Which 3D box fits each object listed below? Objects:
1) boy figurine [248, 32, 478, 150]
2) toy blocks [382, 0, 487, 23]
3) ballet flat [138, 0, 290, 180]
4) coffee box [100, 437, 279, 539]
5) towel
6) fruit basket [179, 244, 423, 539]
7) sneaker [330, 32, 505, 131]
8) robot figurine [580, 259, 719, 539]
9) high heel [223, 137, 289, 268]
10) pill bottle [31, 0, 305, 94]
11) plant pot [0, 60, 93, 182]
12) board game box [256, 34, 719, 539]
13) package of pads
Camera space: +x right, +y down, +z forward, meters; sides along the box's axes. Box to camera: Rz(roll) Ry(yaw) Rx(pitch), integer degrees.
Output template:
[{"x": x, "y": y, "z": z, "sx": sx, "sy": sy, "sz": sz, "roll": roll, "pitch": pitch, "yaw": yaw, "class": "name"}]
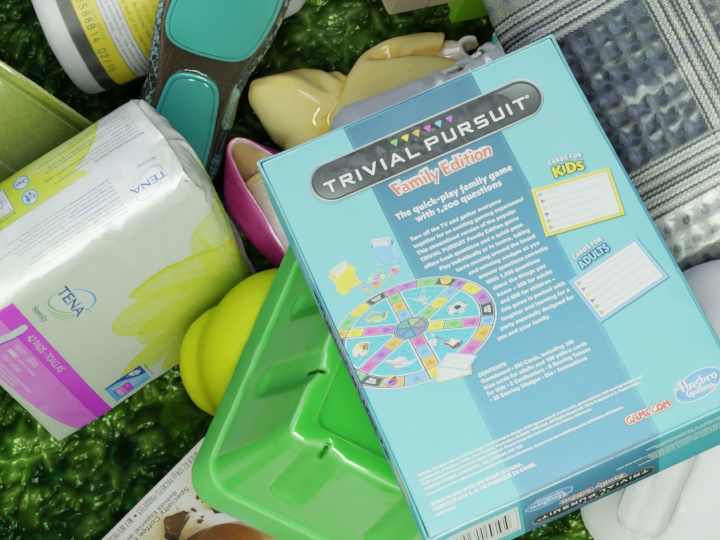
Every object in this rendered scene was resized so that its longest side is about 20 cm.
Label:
[{"x": 0.029, "y": -0.082, "z": 1.195, "sx": 0.199, "sy": 0.064, "sz": 0.125, "roll": 2, "pitch": 62, "yaw": 19, "class": "boy figurine"}, {"x": 0.062, "y": -0.233, "z": 1.213, "sx": 0.199, "sy": 0.100, "sz": 0.137, "roll": -16, "pitch": 67, "yaw": -23, "class": "toy blocks"}, {"x": -0.090, "y": -0.134, "z": 1.205, "sx": 0.074, "sy": 0.074, "sz": 0.200, "roll": 50, "pitch": 127, "yaw": 33, "class": "ballet flat"}, {"x": -0.043, "y": 0.195, "z": 1.050, "sx": 0.113, "sy": 0.080, "sz": 0.200, "roll": -45, "pitch": 58, "yaw": -10, "class": "coffee box"}, {"x": 0.182, "y": -0.110, "z": 1.036, "sx": 0.199, "sy": 0.035, "sz": 0.193, "roll": -27, "pitch": 84, "yaw": 14, "class": "towel"}, {"x": -0.005, "y": 0.051, "z": 1.056, "sx": 0.155, "sy": 0.216, "sz": 0.216, "roll": 27, "pitch": 68, "yaw": -9, "class": "fruit basket"}, {"x": 0.081, "y": -0.103, "z": 1.096, "sx": 0.199, "sy": 0.089, "sz": 0.075, "roll": -6, "pitch": 19, "yaw": -1, "class": "sneaker"}, {"x": 0.176, "y": 0.079, "z": 0.996, "sx": 0.113, "sy": 0.169, "sz": 0.201, "roll": 25, "pitch": 111, "yaw": 25, "class": "robot figurine"}, {"x": 0.000, "y": 0.000, "z": 1.137, "sx": 0.067, "sy": 0.096, "sz": 0.200, "roll": -40, "pitch": 58, "yaw": -8, "class": "high heel"}, {"x": -0.099, "y": -0.193, "z": 1.269, "sx": 0.199, "sy": 0.111, "sz": 0.112, "roll": -21, "pitch": 57, "yaw": 6, "class": "pill bottle"}, {"x": -0.271, "y": -0.046, "z": 1.212, "sx": 0.200, "sy": 0.200, "sz": 0.190, "roll": 30, "pitch": 85, "yaw": 29, "class": "plant pot"}, {"x": 0.061, "y": 0.011, "z": 0.925, "sx": 0.150, "sy": 0.047, "sz": 0.201, "roll": -23, "pitch": 64, "yaw": -3, "class": "board game box"}, {"x": -0.139, "y": 0.003, "z": 1.117, "sx": 0.154, "sy": 0.200, "sz": 0.068, "roll": -34, "pitch": 68, "yaw": -3, "class": "package of pads"}]
